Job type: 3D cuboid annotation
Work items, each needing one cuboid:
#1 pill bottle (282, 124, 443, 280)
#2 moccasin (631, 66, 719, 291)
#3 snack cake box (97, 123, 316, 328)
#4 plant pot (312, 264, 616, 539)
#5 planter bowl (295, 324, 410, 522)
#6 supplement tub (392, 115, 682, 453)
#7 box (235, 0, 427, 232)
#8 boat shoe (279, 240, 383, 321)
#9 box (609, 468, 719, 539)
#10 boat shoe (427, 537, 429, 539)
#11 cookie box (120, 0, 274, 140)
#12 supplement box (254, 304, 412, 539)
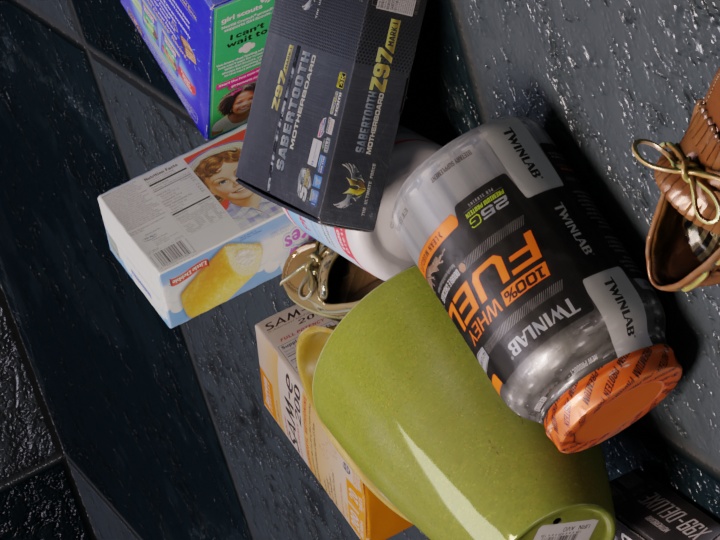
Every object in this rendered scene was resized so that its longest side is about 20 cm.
[{"bbox_3d":[0.001,-0.065,1.779,0.200,0.108,0.109,31,143,59],"label":"pill bottle"},{"bbox_3d":[0.194,-0.051,1.293,0.074,0.077,0.202,58,161,18],"label":"moccasin"},{"bbox_3d":[-0.103,-0.049,1.946,0.115,0.199,0.068,48,157,40],"label":"snack cake box"},{"bbox_3d":[0.089,0.122,1.612,0.188,0.186,0.201,83,161,-46],"label":"plant pot"},{"bbox_3d":[0.041,0.109,1.921,0.200,0.083,0.201,41,153,27],"label":"planter bowl"},{"bbox_3d":[0.117,0.010,1.528,0.201,0.122,0.123,57,161,21],"label":"supplement tub"},{"bbox_3d":[-0.021,-0.141,1.673,0.158,0.051,0.202,29,107,62],"label":"box"},{"bbox_3d":[0.000,0.000,1.850,0.199,0.062,0.074,0,74,47],"label":"boat shoe"},{"bbox_3d":[0.238,0.257,1.638,0.158,0.049,0.201,35,146,58],"label":"box"},{"bbox_3d":[0.088,0.237,2.016,0.200,0.064,0.072,41,153,53],"label":"boat shoe"},{"bbox_3d":[-0.138,-0.238,1.993,0.172,0.075,0.200,57,161,22],"label":"cookie box"},{"bbox_3d":[-0.018,0.139,2.170,0.200,0.073,0.127,52,158,36],"label":"supplement box"}]
